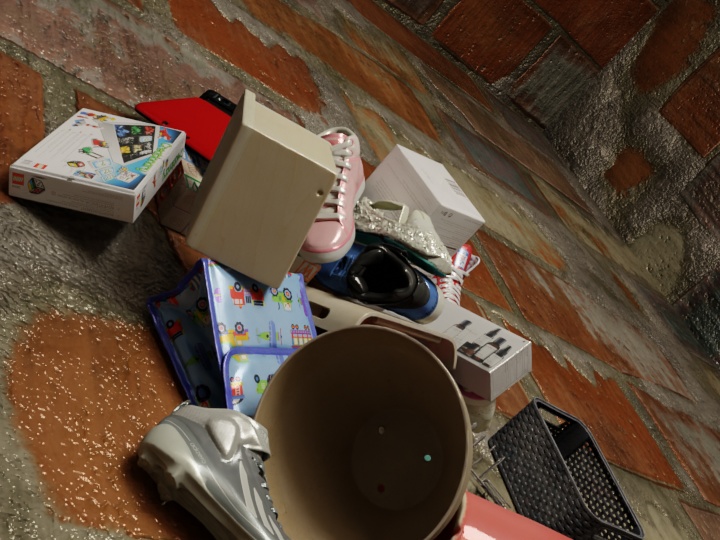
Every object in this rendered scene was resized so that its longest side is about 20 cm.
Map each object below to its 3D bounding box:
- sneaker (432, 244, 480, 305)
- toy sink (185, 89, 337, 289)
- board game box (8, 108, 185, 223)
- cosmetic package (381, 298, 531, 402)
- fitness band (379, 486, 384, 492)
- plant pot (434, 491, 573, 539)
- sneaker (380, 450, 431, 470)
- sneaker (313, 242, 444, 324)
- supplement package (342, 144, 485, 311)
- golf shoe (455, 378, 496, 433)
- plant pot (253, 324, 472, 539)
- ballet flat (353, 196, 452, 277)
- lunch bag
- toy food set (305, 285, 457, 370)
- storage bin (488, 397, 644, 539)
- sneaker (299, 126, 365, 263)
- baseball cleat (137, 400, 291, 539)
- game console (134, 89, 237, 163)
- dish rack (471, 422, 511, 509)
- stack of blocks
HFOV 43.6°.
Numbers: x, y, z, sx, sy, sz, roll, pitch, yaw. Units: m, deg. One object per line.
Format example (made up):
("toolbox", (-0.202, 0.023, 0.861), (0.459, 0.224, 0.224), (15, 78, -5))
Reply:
("sneaker", (0.140, 0.027, 1.397), (0.071, 0.113, 0.201), (30, 26, -30))
("toy sink", (-0.099, -0.089, 0.931), (0.111, 0.132, 0.200), (26, 15, -15))
("board game box", (-0.269, -0.116, 0.950), (0.124, 0.035, 0.201), (13, 26, -1))
("cosmetic package", (0.122, 0.091, 1.178), (0.082, 0.051, 0.199), (-28, 37, -32))
("fitness band", (0.023, 0.184, 1.010), (0.144, 0.037, 0.199), (49, 21, 10))
("plant pot", (0.124, 0.304, 0.797), (0.176, 0.202, 0.201), (34, 22, -1))
("sneaker", (0.077, 0.261, 0.914), (0.079, 0.071, 0.203), (-25, 93, -31))
("sneaker", (0.001, -0.001, 1.092), (0.198, 0.078, 0.111), (26, -7, 31))
("supplement package", (0.049, -0.049, 1.249), (0.119, 0.200, 0.122), (13, 36, -52))
("golf shoe", (0.118, 0.144, 1.230), (0.200, 0.074, 0.093), (-132, -153, -53))
("plant pot", (0.016, 0.165, 0.816), (0.202, 0.199, 0.134), (55, 6, 25))
("ballet flat", (0.048, -0.052, 1.121), (0.071, 0.073, 0.199), (23, 1, -43))
("lunch bag", (-0.105, 0.104, 0.886), (0.149, 0.093, 0.203), (9, 54, -54))
("toy food set", (0.008, 0.077, 1.101), (0.198, 0.061, 0.142), (20, -2, -44))
("storage bin", (0.270, 0.286, 1.198), (0.134, 0.094, 0.201), (28, 26, -35))
("sneaker", (-0.041, -0.103, 1.107), (0.202, 0.074, 0.106), (-74, 160, -50))
("baseball cleat", (-0.087, 0.186, 0.735), (0.200, 0.070, 0.106), (46, 47, 2))
("game console", (-0.172, -0.146, 1.172), (0.199, 0.118, 0.174), (35, -24, 36))
("dish rack", (0.128, 0.206, 1.070), (0.201, 0.054, 0.153), (51, -1, 14))
("stack of blocks", (-0.149, -0.057, 1.098), (0.198, 0.059, 0.116), (27, 27, -38))
